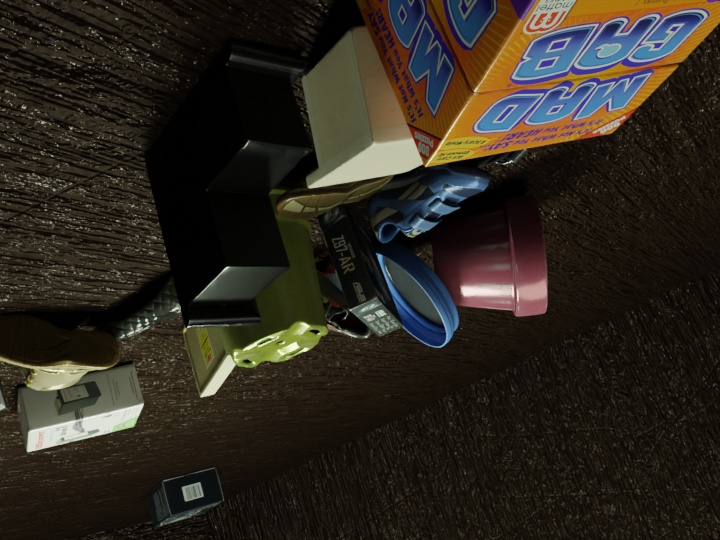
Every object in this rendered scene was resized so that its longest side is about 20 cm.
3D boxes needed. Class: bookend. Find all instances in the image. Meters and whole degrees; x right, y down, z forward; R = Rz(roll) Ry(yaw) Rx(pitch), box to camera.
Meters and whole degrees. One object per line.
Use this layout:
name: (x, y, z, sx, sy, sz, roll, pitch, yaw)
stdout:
bookend: (-0.114, -0.077, 0.779, 0.091, 0.201, 0.200, 0, 152, -41)

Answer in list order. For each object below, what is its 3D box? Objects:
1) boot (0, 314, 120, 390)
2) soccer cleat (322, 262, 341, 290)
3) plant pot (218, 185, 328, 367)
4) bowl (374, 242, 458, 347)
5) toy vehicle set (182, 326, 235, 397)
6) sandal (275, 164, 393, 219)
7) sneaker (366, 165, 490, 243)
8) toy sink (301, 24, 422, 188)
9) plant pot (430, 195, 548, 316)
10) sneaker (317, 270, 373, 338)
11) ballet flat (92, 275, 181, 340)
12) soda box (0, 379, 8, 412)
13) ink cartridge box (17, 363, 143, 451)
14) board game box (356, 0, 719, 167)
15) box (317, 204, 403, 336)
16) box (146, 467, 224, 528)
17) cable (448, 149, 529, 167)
boot: (-0.475, 0.125, 1.152, 0.198, 0.074, 0.155, 12, 153, -42)
soccer cleat: (-0.019, 0.044, 1.383, 0.068, 0.086, 0.200, -27, 160, 19)
plant pot: (-0.131, 0.019, 1.047, 0.198, 0.186, 0.201, -19, 162, -6)
bowl: (0.086, 0.039, 1.321, 0.039, 0.201, 0.201, -39, 167, -19)
toy vehicle set: (-0.242, 0.113, 1.278, 0.026, 0.126, 0.200, -9, 159, -28)
sandal: (-0.036, -0.112, 1.007, 0.199, 0.054, 0.080, -24, 174, -43)
sneaker: (0.091, -0.091, 1.073, 0.198, 0.083, 0.073, -13, 165, 41)
toy sink: (0.022, -0.164, 0.787, 0.129, 0.114, 0.200, -11, 178, -21)
plant pot: (0.211, -0.017, 1.325, 0.176, 0.203, 0.200, -6, 162, 6)
sneaker: (-0.060, 0.050, 1.246, 0.198, 0.078, 0.082, 22, -171, -8)
ballet flat: (-0.329, 0.061, 1.187, 0.198, 0.057, 0.066, -24, -171, 23)
soda box: (-0.573, 0.160, 1.143, 0.063, 0.071, 0.200, -18, 161, -15)
ink cartridge box: (-0.508, 0.249, 1.430, 0.198, 0.085, 0.146, -10, 159, -28)
board game box: (0.133, -0.232, 0.615, 0.198, 0.202, 0.200, -13, 160, -22)
box: (0.000, 0.000, 1.169, 0.043, 0.162, 0.200, -23, 160, 7)
box: (-0.604, 0.780, 2.717, 0.198, 0.125, 0.196, -7, 159, -35)
cable: (0.184, -0.188, 1.017, 0.162, 0.051, 0.199, -32, 157, 33)
